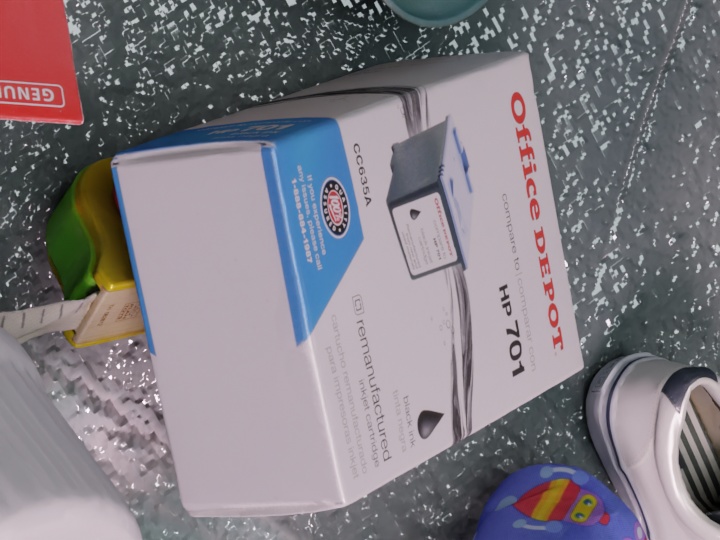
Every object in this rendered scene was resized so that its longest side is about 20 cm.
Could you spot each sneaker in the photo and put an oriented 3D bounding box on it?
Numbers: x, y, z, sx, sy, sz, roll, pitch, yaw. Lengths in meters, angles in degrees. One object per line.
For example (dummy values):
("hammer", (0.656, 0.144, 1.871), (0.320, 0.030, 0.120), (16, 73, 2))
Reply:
("sneaker", (0.171, 0.129, 1.298), (0.073, 0.071, 0.200), (-39, 109, -21))

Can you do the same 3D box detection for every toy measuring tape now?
("toy measuring tape", (-0.118, -0.007, 1.121), (0.200, 0.073, 0.074), (-13, 99, -47))

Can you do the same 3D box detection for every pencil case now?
("pencil case", (0.062, 0.172, 1.201), (0.078, 0.087, 0.200), (22, 43, 9))

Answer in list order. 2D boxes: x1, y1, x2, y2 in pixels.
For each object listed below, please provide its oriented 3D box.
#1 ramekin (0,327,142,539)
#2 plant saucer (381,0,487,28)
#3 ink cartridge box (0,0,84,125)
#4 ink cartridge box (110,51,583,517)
("ramekin", (-0.174, 0.122, 1.033), (0.200, 0.098, 0.201), (-35, 152, -22))
("plant saucer", (0.027, -0.204, 1.183), (0.200, 0.036, 0.201), (-26, 121, -56))
("ink cartridge box", (-0.200, -0.146, 1.054), (0.199, 0.045, 0.177), (2, 60, -28))
("ink cartridge box", (0.000, 0.000, 1.145), (0.200, 0.086, 0.147), (-24, 106, -53))
